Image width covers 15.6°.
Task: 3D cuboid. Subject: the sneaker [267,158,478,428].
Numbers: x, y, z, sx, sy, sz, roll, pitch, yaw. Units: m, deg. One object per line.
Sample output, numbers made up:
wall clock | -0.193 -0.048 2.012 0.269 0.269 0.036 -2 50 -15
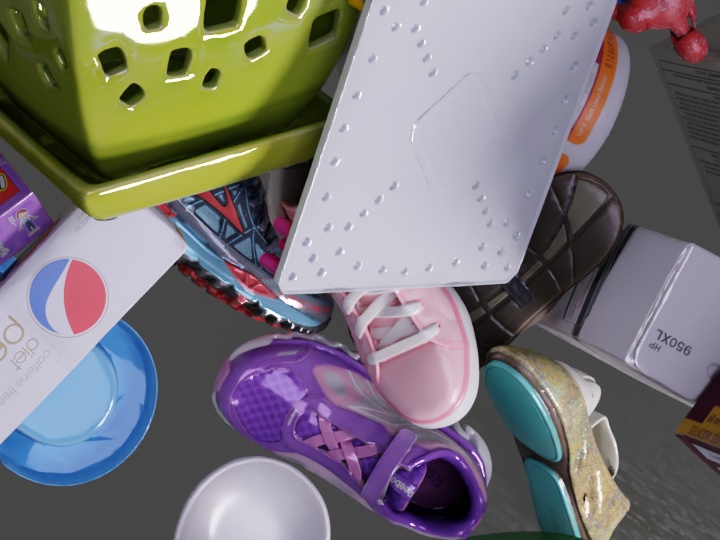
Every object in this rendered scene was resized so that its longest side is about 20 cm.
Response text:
sneaker | 0.000 0.000 1.561 0.075 0.105 0.201 -25 75 27

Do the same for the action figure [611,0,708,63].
action figure | 0.149 -0.201 1.622 0.065 0.099 0.200 -34 76 -7

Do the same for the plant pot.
plant pot | -0.118 -0.149 1.441 0.199 0.200 0.182 -18 124 -28

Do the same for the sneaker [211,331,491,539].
sneaker | 0.003 0.108 1.612 0.200 0.089 0.081 28 105 -20

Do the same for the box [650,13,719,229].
box | 0.284 -0.070 1.653 0.109 0.128 0.200 -26 105 -10

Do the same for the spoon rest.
spoon rest | -0.098 0.204 1.622 0.099 0.061 0.200 40 87 -18

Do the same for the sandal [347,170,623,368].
sandal | 0.081 0.001 1.616 0.200 0.055 0.082 -39 92 24

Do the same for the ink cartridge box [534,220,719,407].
ink cartridge box | 0.201 0.035 1.608 0.144 0.200 0.084 27 90 -19

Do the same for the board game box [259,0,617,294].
board game box | 0.046 -0.084 1.477 0.200 0.026 0.200 -3 119 -46

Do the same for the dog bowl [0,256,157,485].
dog bowl | -0.217 0.046 1.568 0.200 0.050 0.112 34 88 -18

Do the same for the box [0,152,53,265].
box | -0.293 -0.017 1.496 0.200 0.137 0.039 -38 147 -7

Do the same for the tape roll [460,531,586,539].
tape roll | 0.059 0.220 1.596 0.200 0.200 0.048 -17 103 -13

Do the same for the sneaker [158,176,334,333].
sneaker | -0.083 -0.040 1.578 0.200 0.079 0.096 38 85 -18

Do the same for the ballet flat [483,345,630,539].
ballet flat | 0.127 0.101 1.642 0.071 0.071 0.200 -30 133 -10

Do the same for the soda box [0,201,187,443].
soda box | -0.189 0.033 1.502 0.064 0.068 0.200 43 90 -10

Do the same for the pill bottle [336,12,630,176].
pill bottle | 0.055 -0.136 1.586 0.200 0.110 0.110 27 91 -18

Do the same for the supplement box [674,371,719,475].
supplement box | 0.285 0.046 1.473 0.086 0.110 0.200 41 83 -17
